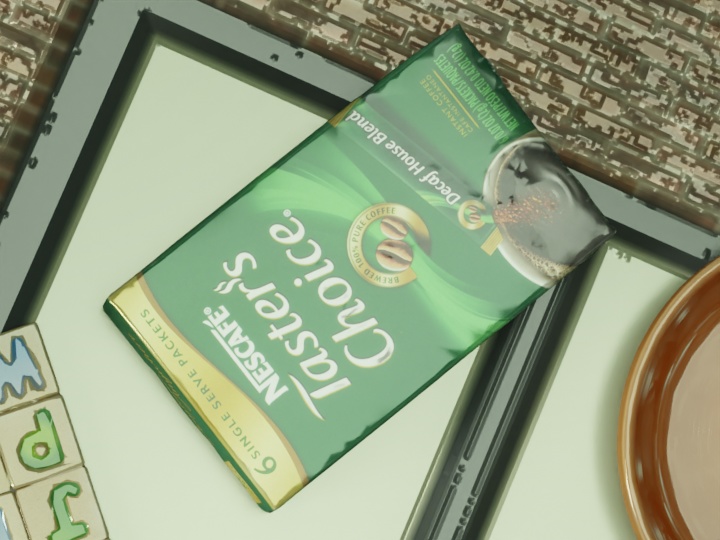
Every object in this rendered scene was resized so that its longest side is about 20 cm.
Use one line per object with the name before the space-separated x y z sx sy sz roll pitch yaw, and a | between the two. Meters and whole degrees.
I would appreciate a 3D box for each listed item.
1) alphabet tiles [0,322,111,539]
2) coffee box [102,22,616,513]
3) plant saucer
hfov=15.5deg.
alphabet tiles | -0.208 0.133 1.142 0.199 0.008 0.168 -19 88 -9
coffee box | 0.000 0.000 1.161 0.200 0.044 0.123 -37 91 -9
plant saucer | 0.212 0.079 1.189 0.199 0.032 0.201 1 85 -8
